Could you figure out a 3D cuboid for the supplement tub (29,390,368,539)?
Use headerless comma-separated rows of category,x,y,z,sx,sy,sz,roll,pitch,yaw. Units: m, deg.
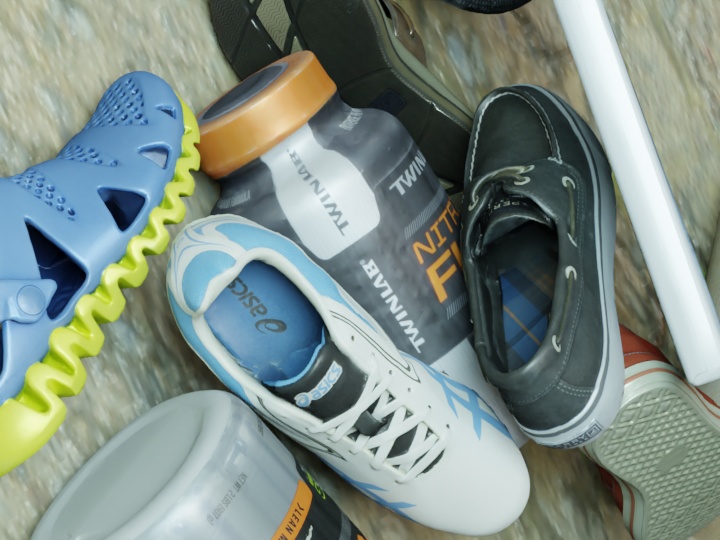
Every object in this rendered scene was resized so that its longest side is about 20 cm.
supplement tub,-0.040,0.159,1.261,0.200,0.122,0.123,49,55,-19

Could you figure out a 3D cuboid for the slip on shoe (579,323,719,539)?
slip on shoe,0.134,0.076,1.356,0.061,0.074,0.200,53,3,31

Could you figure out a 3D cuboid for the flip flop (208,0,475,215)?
flip flop,0.004,-0.096,1.390,0.200,0.081,0.058,45,27,-16

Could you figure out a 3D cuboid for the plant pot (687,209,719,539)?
plant pot,0.247,0.034,1.488,0.200,0.200,0.184,28,52,-30

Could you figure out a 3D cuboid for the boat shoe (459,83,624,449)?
boat shoe,0.075,-0.014,1.287,0.057,0.068,0.201,43,29,-42

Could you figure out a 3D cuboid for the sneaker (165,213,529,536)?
sneaker,-0.006,0.054,1.259,0.200,0.072,0.073,40,14,-18

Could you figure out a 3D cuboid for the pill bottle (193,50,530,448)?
pill bottle,0.000,0.000,1.338,0.106,0.106,0.201,-43,107,-36

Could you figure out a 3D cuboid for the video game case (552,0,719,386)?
video game case,0.125,-0.050,1.324,0.182,0.023,0.201,-18,89,-84

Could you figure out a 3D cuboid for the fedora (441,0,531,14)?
fedora,0.016,-0.204,1.398,0.200,0.091,0.202,20,65,-50

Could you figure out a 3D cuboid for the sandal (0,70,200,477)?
sandal,-0.137,-0.012,1.255,0.087,0.079,0.201,39,57,-20
